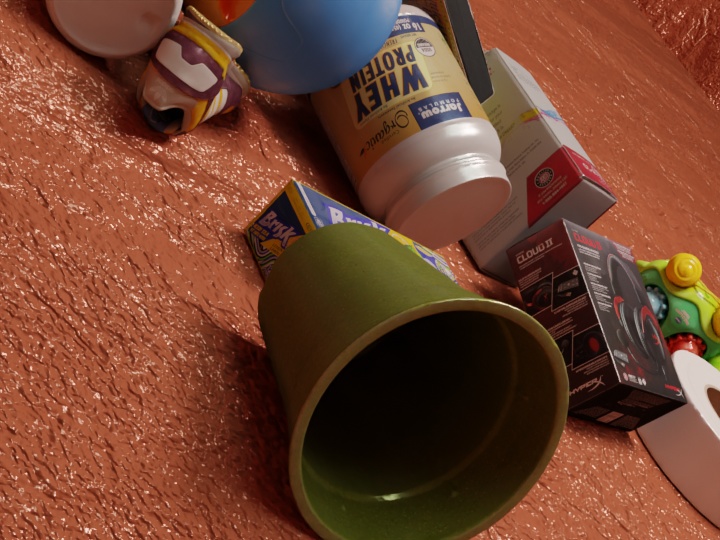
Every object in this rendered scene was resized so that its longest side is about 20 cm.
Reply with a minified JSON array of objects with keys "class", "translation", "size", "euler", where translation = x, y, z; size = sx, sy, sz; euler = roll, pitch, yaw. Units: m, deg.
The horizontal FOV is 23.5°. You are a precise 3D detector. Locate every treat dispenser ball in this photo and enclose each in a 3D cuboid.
[{"class":"treat dispenser ball","translation":[-0.061,-0.256,1.516],"size":[0.201,0.201,0.201],"euler":[39,21,-18]}]

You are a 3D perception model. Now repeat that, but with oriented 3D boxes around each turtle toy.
[{"class":"turtle toy","translation":[0.376,0.070,1.984],"size":[0.200,0.101,0.146],"euler":[50,-3,4]}]

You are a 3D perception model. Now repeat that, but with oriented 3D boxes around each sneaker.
[{"class":"sneaker","translation":[-0.145,-0.152,1.426],"size":[0.075,0.090,0.200],"euler":[39,-6,5]}]

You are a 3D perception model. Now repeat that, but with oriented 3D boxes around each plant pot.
[{"class":"plant pot","translation":[0.014,0.061,1.199],"size":[0.199,0.200,0.190],"euler":[31,13,-35]}]

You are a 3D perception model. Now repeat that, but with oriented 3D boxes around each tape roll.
[{"class":"tape roll","translation":[0.373,0.182,1.819],"size":[0.202,0.071,0.203],"euler":[39,21,-18]}]

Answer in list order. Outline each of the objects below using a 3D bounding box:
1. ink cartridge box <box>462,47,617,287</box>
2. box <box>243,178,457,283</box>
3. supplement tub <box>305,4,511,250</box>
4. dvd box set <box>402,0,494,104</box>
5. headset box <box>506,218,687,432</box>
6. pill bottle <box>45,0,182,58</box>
[{"class":"ink cartridge box","translation":[0.153,-0.109,1.814],"size":[0.083,0.146,0.201],"euler":[24,30,-49]},{"class":"box","translation":[0.000,0.000,1.426],"size":[0.199,0.064,0.070],"euler":[25,29,-44]},{"class":"supplement tub","translation":[0.045,-0.132,1.631],"size":[0.144,0.144,0.201],"euler":[12,46,-57]},{"class":"dvd box set","translation":[0.045,-0.259,1.742],"size":[0.200,0.029,0.147],"euler":[34,-25,44]},{"class":"headset box","translation":[0.230,0.047,1.716],"size":[0.148,0.075,0.201],"euler":[19,48,-52]},{"class":"pill bottle","translation":[-0.204,-0.269,1.453],"size":[0.112,0.113,0.201],"euler":[36,22,-25]}]
